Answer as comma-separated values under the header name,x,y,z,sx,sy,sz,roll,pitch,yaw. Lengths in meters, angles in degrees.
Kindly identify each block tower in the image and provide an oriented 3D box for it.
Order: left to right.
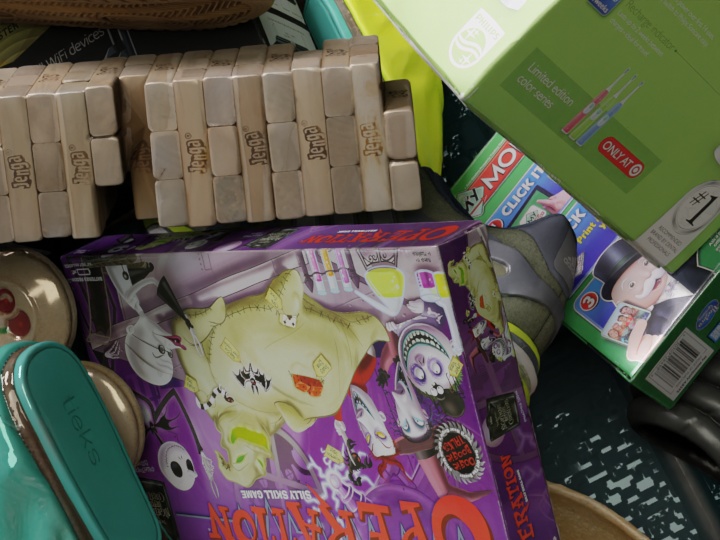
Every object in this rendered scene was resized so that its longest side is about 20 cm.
name,x,y,z,sx,sy,sz,roll,pitch,yaw
block tower,-0.081,-0.044,0.759,0.200,0.058,0.054,-5,106,1

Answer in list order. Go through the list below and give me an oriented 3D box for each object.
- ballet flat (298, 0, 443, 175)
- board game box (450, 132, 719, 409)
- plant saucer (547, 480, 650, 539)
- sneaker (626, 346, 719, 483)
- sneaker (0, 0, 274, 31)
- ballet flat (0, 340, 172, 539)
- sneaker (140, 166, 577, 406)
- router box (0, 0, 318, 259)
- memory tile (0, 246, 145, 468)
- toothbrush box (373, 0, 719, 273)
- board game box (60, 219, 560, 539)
name,x,y,z,sx,sy,sz,roll,pitch,yaw
ballet flat,-0.006,-0.114,0.866,0.067,0.067,0.200,-27,69,-20
board game box,0.129,-0.064,0.796,0.200,0.029,0.135,-51,41,3
plant saucer,0.039,0.173,0.789,0.200,0.035,0.200,-3,75,10
sneaker,0.188,0.051,0.779,0.200,0.071,0.099,17,78,21
sneaker,-0.115,-0.146,0.787,0.200,0.070,0.109,6,87,31
ballet flat,-0.091,0.121,0.772,0.070,0.067,0.200,-30,88,33
sneaker,0.000,0.000,0.809,0.200,0.074,0.081,19,64,38
router box,-0.129,-0.095,0.857,0.200,0.052,0.157,-29,71,21
memory tile,-0.179,0.021,0.831,0.153,0.017,0.200,-33,85,27
toothbrush box,0.119,-0.117,0.705,0.200,0.146,0.086,-44,50,11
board game box,-0.023,0.045,0.756,0.200,0.032,0.120,-2,112,47
